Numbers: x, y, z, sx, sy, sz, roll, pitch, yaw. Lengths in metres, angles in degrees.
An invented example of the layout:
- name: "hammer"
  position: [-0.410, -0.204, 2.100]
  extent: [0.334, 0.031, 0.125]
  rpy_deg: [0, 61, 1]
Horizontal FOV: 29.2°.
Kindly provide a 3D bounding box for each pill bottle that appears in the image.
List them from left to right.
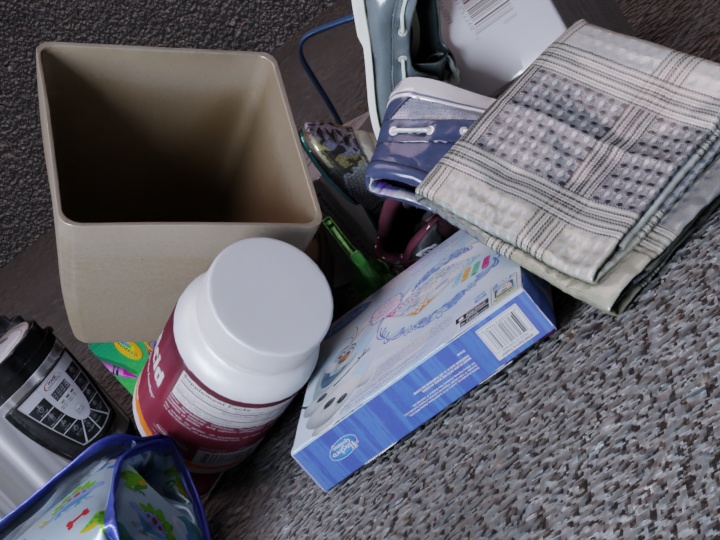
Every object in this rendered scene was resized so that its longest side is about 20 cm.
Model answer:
- name: "pill bottle"
  position: [-0.098, 0.066, 1.055]
  extent: [0.114, 0.114, 0.200]
  rpy_deg: [-53, -1, -38]

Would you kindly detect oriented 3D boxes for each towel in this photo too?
- name: "towel"
  position: [0.158, -0.080, 0.932]
  extent: [0.193, 0.035, 0.199]
  rpy_deg: [-45, 48, -14]

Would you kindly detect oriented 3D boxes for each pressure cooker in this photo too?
- name: "pressure cooker"
  position: [-0.344, 0.148, 1.363]
  extent: [0.178, 0.200, 0.176]
  rpy_deg: [-42, 15, -6]

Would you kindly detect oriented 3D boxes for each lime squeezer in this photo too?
- name: "lime squeezer"
  position: [0.000, 0.000, 1.161]
  extent: [0.038, 0.070, 0.200]
  rpy_deg: [-53, 12, 4]

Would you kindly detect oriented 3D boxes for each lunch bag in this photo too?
- name: "lunch bag"
  position: [-0.198, 0.210, 0.981]
  extent: [0.170, 0.128, 0.200]
  rpy_deg: [-39, 16, 8]

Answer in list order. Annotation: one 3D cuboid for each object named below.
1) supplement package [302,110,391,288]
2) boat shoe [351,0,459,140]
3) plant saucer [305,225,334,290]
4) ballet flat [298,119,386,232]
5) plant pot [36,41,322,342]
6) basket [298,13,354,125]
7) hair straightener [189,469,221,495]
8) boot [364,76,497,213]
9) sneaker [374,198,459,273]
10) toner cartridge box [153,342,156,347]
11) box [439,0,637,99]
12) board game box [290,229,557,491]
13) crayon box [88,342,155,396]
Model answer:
- name: "supplement package"
  position: [-0.039, -0.053, 1.346]
  extent: [0.199, 0.114, 0.110]
  rpy_deg: [-21, 26, 48]
- name: "boat shoe"
  position: [0.044, -0.156, 1.088]
  extent: [0.061, 0.201, 0.073]
  rpy_deg: [5, 38, 28]
- name: "plant saucer"
  position: [-0.085, 0.041, 1.242]
  extent: [0.200, 0.029, 0.201]
  rpy_deg: [-39, 36, 36]
- name: "ballet flat"
  position: [0.016, -0.078, 1.174]
  extent: [0.071, 0.200, 0.073]
  rpy_deg: [-13, 57, 20]
- name: "plant pot"
  position: [-0.162, -0.049, 1.127]
  extent: [0.178, 0.198, 0.201]
  rpy_deg: [110, 151, -45]
- name: "basket"
  position: [0.056, -0.199, 1.400]
  extent: [0.199, 0.177, 0.139]
  rpy_deg: [-24, 23, 15]
- name: "hair straightener"
  position: [-0.159, 0.194, 1.120]
  extent: [0.077, 0.041, 0.201]
  rpy_deg: [-28, 24, 39]
- name: "boot"
  position: [0.105, -0.075, 1.028]
  extent: [0.073, 0.198, 0.091]
  rpy_deg: [72, -145, -62]
- name: "sneaker"
  position: [0.087, -0.067, 1.095]
  extent: [0.200, 0.076, 0.115]
  rpy_deg: [-47, -15, 14]
- name: "toner cartridge box"
  position: [-0.131, -0.011, 1.273]
  extent: [0.095, 0.043, 0.202]
  rpy_deg: [-15, 57, 50]
- name: "box"
  position: [0.139, -0.224, 1.181]
  extent: [0.106, 0.153, 0.199]
  rpy_deg: [-33, -12, 26]
- name: "board game box"
  position: [0.047, 0.045, 1.003]
  extent: [0.199, 0.043, 0.199]
  rpy_deg: [-37, 16, 17]
- name: "crayon box"
  position: [-0.176, 0.051, 1.378]
  extent: [0.058, 0.119, 0.200]
  rpy_deg: [-31, 18, 30]
